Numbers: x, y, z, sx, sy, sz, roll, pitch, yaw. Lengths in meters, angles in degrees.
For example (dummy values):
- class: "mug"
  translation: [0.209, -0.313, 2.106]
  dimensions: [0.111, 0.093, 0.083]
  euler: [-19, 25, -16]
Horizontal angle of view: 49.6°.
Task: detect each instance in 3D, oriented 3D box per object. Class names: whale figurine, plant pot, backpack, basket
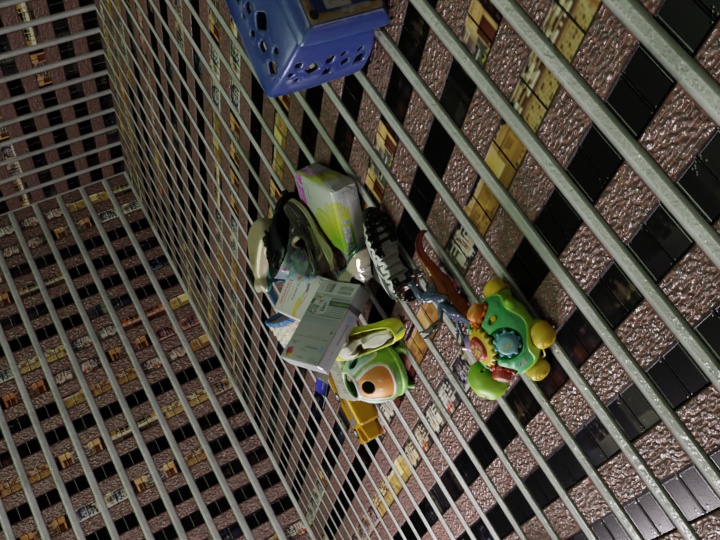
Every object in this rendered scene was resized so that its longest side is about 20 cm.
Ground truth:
- class: "whale figurine"
  translation: [-0.244, -0.040, 2.103]
  dimensions: [0.159, 0.103, 0.202]
  euler: [-6, 83, 62]
- class: "plant pot"
  translation: [-0.080, -0.425, 1.258]
  dimensions: [0.202, 0.199, 0.180]
  euler: [66, 153, 3]
- class: "backpack"
  translation: [-0.155, -0.066, 1.822]
  dimensions: [0.201, 0.125, 0.168]
  euler: [-99, 24, -46]
- class: "basket"
  translation: [-0.193, 0.112, 2.132]
  dimensions: [0.201, 0.138, 0.176]
  euler: [63, 159, -14]

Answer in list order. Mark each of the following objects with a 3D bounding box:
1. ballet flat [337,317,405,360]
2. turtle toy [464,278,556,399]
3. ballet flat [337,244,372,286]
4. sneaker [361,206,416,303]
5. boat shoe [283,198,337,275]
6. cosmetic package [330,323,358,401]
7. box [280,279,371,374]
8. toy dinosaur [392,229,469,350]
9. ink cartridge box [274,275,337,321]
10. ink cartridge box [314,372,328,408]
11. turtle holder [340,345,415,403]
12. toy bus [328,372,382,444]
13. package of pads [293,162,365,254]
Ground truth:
- class: "ballet flat"
  translation: [0.002, 0.152, 1.660]
  dimensions: [0.067, 0.198, 0.067]
  euler: [64, -156, -12]
- class: "turtle toy"
  translation: [0.218, 0.121, 1.221]
  dimensions: [0.146, 0.100, 0.201]
  euler: [47, 152, 40]
- class: "ballet flat"
  translation: [0.000, 0.000, 1.676]
  dimensions: [0.070, 0.069, 0.200]
  euler: [63, 164, 8]
- class: "sneaker"
  translation: [0.044, -0.026, 1.534]
  dimensions: [0.202, 0.066, 0.090]
  euler: [65, 156, -2]
- class: "boat shoe"
  translation: [-0.122, -0.075, 1.700]
  dimensions: [0.201, 0.064, 0.073]
  euler: [54, 160, 28]
- class: "cosmetic package"
  translation: [-0.034, 0.210, 1.929]
  dimensions: [0.103, 0.087, 0.202]
  euler: [-6, 105, 67]
- class: "box"
  translation: [-0.077, 0.119, 1.700]
  dimensions: [0.041, 0.201, 0.155]
  euler: [40, 160, -31]
- class: "toy dinosaur"
  translation: [0.148, 0.057, 1.355]
  dimensions: [0.180, 0.105, 0.202]
  euler: [21, 122, 34]
- class: "ink cartridge box"
  translation: [-0.128, 0.066, 1.872]
  dimensions: [0.199, 0.118, 0.067]
  euler: [17, 172, 37]
- class: "ink cartridge box"
  translation: [-0.091, 0.244, 2.016]
  dimensions: [0.095, 0.037, 0.202]
  euler: [102, 175, -61]
- class: "turtle holder"
  translation: [0.022, 0.218, 1.742]
  dimensions: [0.186, 0.131, 0.142]
  euler: [45, 151, 43]
- class: "toy bus"
  translation: [-0.011, 0.349, 2.047]
  dimensions: [0.201, 0.065, 0.078]
  euler: [61, 156, 16]
- class: "package of pads"
  translation: [-0.064, -0.141, 1.672]
  dimensions: [0.200, 0.068, 0.156]
  euler: [33, 142, 54]
